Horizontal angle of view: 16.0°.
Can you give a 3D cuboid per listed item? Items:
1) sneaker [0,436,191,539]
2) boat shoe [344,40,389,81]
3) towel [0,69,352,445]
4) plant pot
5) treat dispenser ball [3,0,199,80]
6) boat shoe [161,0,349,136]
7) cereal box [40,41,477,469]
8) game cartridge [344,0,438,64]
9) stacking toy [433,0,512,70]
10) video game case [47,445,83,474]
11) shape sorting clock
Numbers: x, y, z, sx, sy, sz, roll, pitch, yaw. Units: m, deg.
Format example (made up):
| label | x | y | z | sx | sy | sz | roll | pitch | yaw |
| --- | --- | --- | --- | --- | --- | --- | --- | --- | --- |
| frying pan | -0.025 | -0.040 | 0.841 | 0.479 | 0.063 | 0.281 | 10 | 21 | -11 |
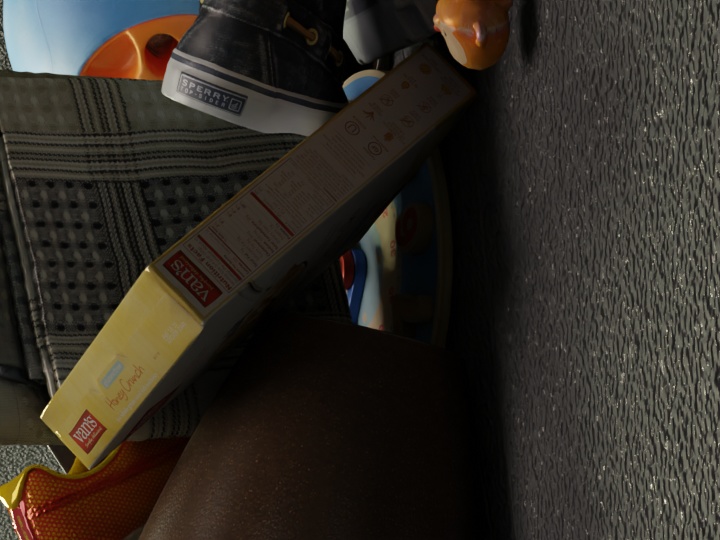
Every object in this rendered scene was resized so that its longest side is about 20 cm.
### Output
| label | x | y | z | sx | sy | sz | roll | pitch | yaw |
| --- | --- | --- | --- | --- | --- | --- | --- | --- | --- |
| sneaker | -0.087 | 0.082 | 1.226 | 0.073 | 0.200 | 0.077 | -33 | 86 | 42 |
| boat shoe | -0.022 | -0.101 | 1.374 | 0.061 | 0.071 | 0.203 | -111 | 24 | -75 |
| towel | -0.098 | -0.010 | 1.211 | 0.035 | 0.199 | 0.194 | -41 | 56 | 55 |
| plant pot | -0.020 | 0.126 | 1.135 | 0.187 | 0.186 | 0.201 | 148 | 134 | -79 |
| treat dispenser ball | -0.117 | -0.156 | 1.562 | 0.201 | 0.199 | 0.202 | 179 | 90 | -81 |
| boat shoe | -0.031 | -0.112 | 1.160 | 0.200 | 0.070 | 0.091 | -26 | -42 | -81 |
| cereal box | -0.045 | -0.006 | 1.135 | 0.040 | 0.200 | 0.144 | 45 | 142 | 4 |
| game cartridge | -0.009 | -0.165 | 1.209 | 0.134 | 0.041 | 0.200 | 62 | 174 | -5 |
| stacking toy | 0.032 | -0.173 | 1.011 | 0.116 | 0.109 | 0.201 | -116 | 16 | -63 |
| video game case | -0.102 | 0.096 | 1.338 | 0.143 | 0.019 | 0.200 | 59 | -163 | -17 |
| shape sorting clock | 0.000 | 0.000 | 1.283 | 0.200 | 0.039 | 0.201 | 180 | 90 | -72 |
